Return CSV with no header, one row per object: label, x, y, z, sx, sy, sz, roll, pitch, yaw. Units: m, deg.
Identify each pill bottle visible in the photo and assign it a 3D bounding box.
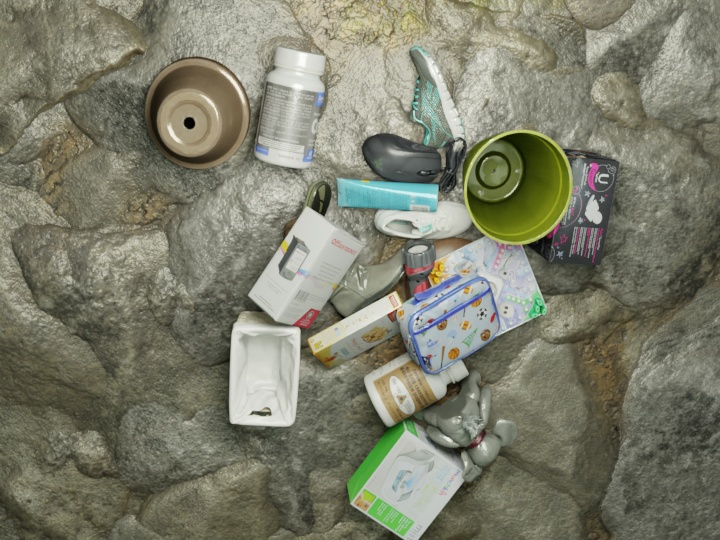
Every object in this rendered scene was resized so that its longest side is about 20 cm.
pill bottle,0.115,0.221,1.707,0.197,0.115,0.116,-30,107,3
pill bottle,-0.126,-0.299,1.538,0.111,0.114,0.204,10,105,-8

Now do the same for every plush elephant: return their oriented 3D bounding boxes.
plush elephant,0.228,0.329,1.715,0.163,0.200,0.156,-34,111,-3

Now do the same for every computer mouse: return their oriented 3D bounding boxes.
computer mouse,0.097,-0.204,1.594,0.195,0.053,0.140,11,139,-3

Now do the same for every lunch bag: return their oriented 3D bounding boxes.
lunch bag,0.166,0.095,1.604,0.197,0.075,0.163,-29,123,-14

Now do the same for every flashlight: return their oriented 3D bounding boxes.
flashlight,0.124,0.041,1.634,0.066,0.068,0.204,-9,117,5

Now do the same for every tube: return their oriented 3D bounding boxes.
tube,0.052,-0.143,1.612,0.195,0.051,0.078,4,137,5

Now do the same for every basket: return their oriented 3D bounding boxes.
basket,-0.189,0.189,1.664,0.132,0.124,0.205,3,105,-6

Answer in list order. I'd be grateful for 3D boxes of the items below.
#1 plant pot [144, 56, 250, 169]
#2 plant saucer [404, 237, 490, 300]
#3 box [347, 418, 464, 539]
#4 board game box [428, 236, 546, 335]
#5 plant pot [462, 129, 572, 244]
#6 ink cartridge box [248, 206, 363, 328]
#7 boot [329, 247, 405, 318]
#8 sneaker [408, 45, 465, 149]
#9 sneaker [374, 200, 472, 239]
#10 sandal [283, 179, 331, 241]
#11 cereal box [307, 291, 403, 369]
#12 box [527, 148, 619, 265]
plant pot,-0.295,-0.274,1.498,0.195,0.175,0.205,-2,105,-6
plant saucer,0.188,0.036,1.703,0.195,0.037,0.205,-1,106,-4
box,0.098,0.441,1.778,0.175,0.097,0.201,36,99,-11
board game box,0.254,0.040,1.679,0.197,0.026,0.203,-25,106,2
plant pot,0.271,-0.172,1.570,0.195,0.193,0.205,-1,107,-5
ink cartridge box,-0.100,-0.001,1.580,0.085,0.147,0.202,35,94,24
boot,0.000,0.000,1.661,0.130,0.068,0.200,43,98,-10
sneaker,0.125,-0.318,1.580,0.090,0.078,0.203,-24,105,6
sneaker,0.128,-0.089,1.635,0.195,0.089,0.077,-5,105,-5
sandal,-0.114,-0.086,1.629,0.057,0.079,0.204,29,107,24
cereal box,0.003,0.121,1.659,0.197,0.144,0.040,-28,68,3
box,0.410,-0.126,1.629,0.112,0.132,0.205,4,106,-10
